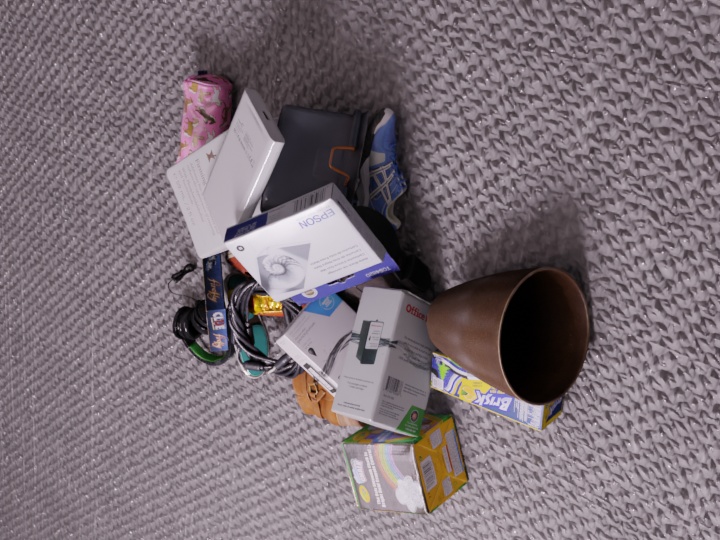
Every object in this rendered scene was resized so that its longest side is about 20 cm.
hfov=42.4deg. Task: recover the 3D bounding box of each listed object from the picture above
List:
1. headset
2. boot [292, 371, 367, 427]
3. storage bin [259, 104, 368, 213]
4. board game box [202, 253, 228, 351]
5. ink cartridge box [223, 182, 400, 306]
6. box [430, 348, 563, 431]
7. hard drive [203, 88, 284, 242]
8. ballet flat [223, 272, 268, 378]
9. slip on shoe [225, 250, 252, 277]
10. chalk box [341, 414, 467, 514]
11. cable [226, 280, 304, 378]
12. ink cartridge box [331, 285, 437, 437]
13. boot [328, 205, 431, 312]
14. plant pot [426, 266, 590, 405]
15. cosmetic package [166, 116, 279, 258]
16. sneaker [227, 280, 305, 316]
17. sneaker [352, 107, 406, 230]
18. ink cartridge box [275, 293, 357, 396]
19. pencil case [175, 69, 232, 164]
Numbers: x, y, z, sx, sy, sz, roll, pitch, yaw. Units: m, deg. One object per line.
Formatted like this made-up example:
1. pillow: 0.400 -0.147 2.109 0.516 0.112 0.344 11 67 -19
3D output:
1. headset: -0.312 0.089 1.835 0.122 0.094 0.202 -17 108 37
2. boot: -0.057 0.177 1.643 0.154 0.076 0.203 4 114 43
3. storage bin: -0.073 -0.157 1.421 0.146 0.132 0.203 139 142 -77
4. board game box: -0.262 0.023 1.662 0.136 0.034 0.202 98 164 -55
5. ink cartridge box: -0.070 -0.020 1.387 0.198 0.041 0.200 -21 131 25
6. box: 0.206 0.170 1.412 0.198 0.070 0.065 19 117 34
7. hard drive: -0.181 -0.154 1.413 0.201 0.026 0.133 -61 42 34
8. ballet flat: -0.221 0.103 1.761 0.069 0.069 0.203 -11 93 41
9. slip on shoe: -0.194 -0.017 1.637 0.062 0.073 0.200 68 166 -2
10. chalk box: 0.057 0.319 1.552 0.198 0.123 0.126 -7 101 42
11. cable: -0.156 0.103 1.610 0.161 0.051 0.202 20 124 21
12. ink cartridge box: 0.049 0.140 1.435 0.082 0.146 0.203 7 76 37
13. boot: 0.000 0.000 1.494 0.173 0.070 0.200 -23 119 40
14. plant pot: 0.194 0.084 1.341 0.199 0.185 0.190 6 108 53
15. cosmetic package: -0.188 -0.143 1.577 0.199 0.165 0.169 -23 89 41
16. sneaker: -0.148 0.059 1.662 0.197 0.077 0.074 0 104 26
17. sneaker: 0.038 -0.154 1.459 0.076 0.076 0.203 14 116 14
18. ink cartridge box: -0.026 0.137 1.521 0.200 0.116 0.068 43 158 -4
19. pencil case: -0.284 -0.253 1.678 0.086 0.082 0.203 27 121 30
